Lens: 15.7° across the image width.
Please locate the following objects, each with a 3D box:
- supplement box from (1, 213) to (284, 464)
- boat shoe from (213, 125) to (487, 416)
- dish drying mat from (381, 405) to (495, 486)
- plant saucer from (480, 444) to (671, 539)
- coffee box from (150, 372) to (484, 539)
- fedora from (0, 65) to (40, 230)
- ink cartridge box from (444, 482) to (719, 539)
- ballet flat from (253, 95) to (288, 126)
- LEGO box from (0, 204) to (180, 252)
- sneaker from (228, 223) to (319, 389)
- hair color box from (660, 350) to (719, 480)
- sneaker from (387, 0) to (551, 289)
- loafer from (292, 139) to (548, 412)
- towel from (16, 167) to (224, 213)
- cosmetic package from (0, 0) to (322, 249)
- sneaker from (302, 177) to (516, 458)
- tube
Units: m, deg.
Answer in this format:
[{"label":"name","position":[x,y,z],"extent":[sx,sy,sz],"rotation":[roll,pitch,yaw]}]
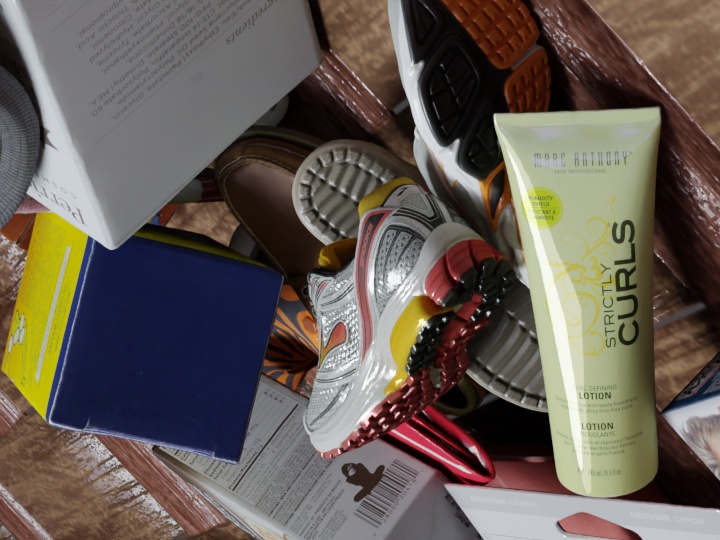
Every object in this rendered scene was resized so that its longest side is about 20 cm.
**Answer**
[{"label":"supplement box","position":[-0.127,0.031,1.473],"extent":[0.109,0.110,0.200],"rotation":[13,-177,-16]},{"label":"boat shoe","position":[0.000,0.000,1.424],"extent":[0.200,0.068,0.072],"rotation":[37,126,-12]},{"label":"dish drying mat","position":[0.035,0.104,1.500],"extent":[0.077,0.018,0.200],"rotation":[36,169,2]},{"label":"plant saucer","position":[0.151,0.173,1.544],"extent":[0.200,0.037,0.200],"rotation":[52,157,-15]},{"label":"coffee box","position":[-0.014,0.137,1.534],"extent":[0.200,0.080,0.114],"rotation":[26,165,47]},{"label":"fedora","position":[-0.250,-0.076,1.267],"extent":[0.200,0.177,0.090],"rotation":[78,173,-65]},{"label":"ink cartridge box","position":[0.165,0.171,1.416],"extent":[0.200,0.045,0.176],"rotation":[1,131,47]},{"label":"ballet flat","position":[-0.103,-0.092,1.515],"extent":[0.069,0.069,0.200],"rotation":[53,157,-17]},{"label":"LEGO box","position":[-0.232,-0.085,1.656],"extent":[0.200,0.077,0.149],"rotation":[36,-177,23]},{"label":"sneaker","position":[-0.028,0.045,1.587],"extent":[0.112,0.078,0.200],"rotation":[39,157,19]},{"label":"hair color box","position":[0.228,0.069,1.192],"extent":[0.100,0.061,0.200],"rotation":[48,159,-4]},{"label":"sneaker","position":[0.049,-0.071,1.259],"extent":[0.092,0.076,0.200],"rotation":[26,150,50]},{"label":"loafer","position":[0.052,-0.006,1.372],"extent":[0.200,0.076,0.068],"rotation":[41,-163,-12]},{"label":"towel","position":[-0.151,-0.049,1.479],"extent":[0.144,0.200,0.023],"rotation":[8,101,56]},{"label":"cosmetic package","position":[-0.145,-0.155,1.330],"extent":[0.165,0.165,0.200],"rotation":[33,155,32]},{"label":"sneaker","position":[0.013,0.024,1.315],"extent":[0.082,0.078,0.200],"rotation":[51,144,17]},{"label":"tube","position":[0.109,0.013,1.242],"extent":[0.052,0.058,0.200],"rotation":[34,138,50]}]
